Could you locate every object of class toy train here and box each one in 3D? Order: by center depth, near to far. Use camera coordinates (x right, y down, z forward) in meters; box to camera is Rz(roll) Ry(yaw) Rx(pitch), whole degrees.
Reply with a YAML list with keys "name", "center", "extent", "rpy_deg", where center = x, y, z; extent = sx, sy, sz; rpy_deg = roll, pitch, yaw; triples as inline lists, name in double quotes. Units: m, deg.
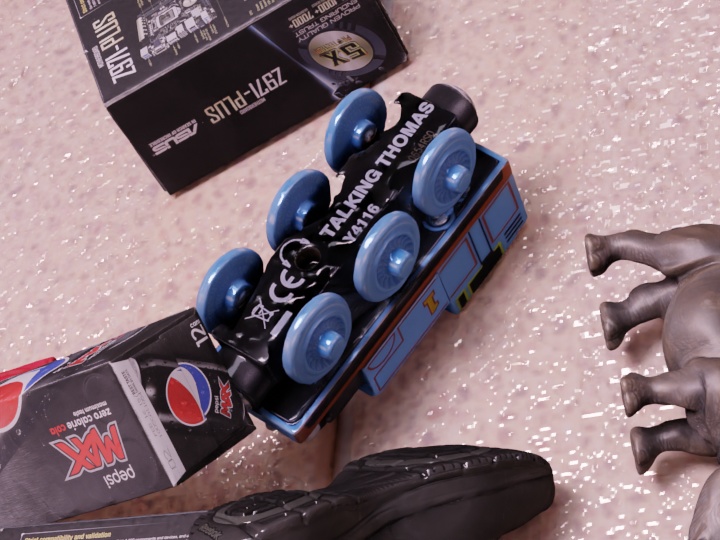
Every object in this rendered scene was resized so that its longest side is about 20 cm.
- name: "toy train"
  center: [0.000, 0.000, 1.131]
  extent: [0.086, 0.114, 0.200]
  rpy_deg: [26, 70, 32]

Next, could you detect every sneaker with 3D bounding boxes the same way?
- name: "sneaker"
  center: [0.010, 0.131, 1.020]
  extent: [0.199, 0.091, 0.076]
  rpy_deg: [-14, 6, -37]

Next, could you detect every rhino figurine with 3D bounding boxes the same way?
- name: "rhino figurine"
  center: [0.164, 0.059, 1.037]
  extent: [0.087, 0.060, 0.201]
  rpy_deg: [-13, 53, 4]

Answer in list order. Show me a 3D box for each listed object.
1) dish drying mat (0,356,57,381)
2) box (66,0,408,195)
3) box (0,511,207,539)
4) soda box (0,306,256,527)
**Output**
- name: "dish drying mat"
  center: [-0.256, 0.106, 1.248]
  extent: [0.199, 0.018, 0.077]
  rpy_deg: [-19, 50, 14]
- name: "box"
  center: [-0.085, -0.170, 1.325]
  extent: [0.163, 0.086, 0.200]
  rpy_deg: [-29, 47, 4]
- name: "box"
  center: [-0.135, 0.207, 1.048]
  extent: [0.199, 0.086, 0.165]
  rpy_deg: [-8, 54, 23]
- name: "soda box"
  center: [-0.146, 0.081, 1.111]
  extent: [0.199, 0.071, 0.063]
  rpy_deg: [-21, 9, 44]
